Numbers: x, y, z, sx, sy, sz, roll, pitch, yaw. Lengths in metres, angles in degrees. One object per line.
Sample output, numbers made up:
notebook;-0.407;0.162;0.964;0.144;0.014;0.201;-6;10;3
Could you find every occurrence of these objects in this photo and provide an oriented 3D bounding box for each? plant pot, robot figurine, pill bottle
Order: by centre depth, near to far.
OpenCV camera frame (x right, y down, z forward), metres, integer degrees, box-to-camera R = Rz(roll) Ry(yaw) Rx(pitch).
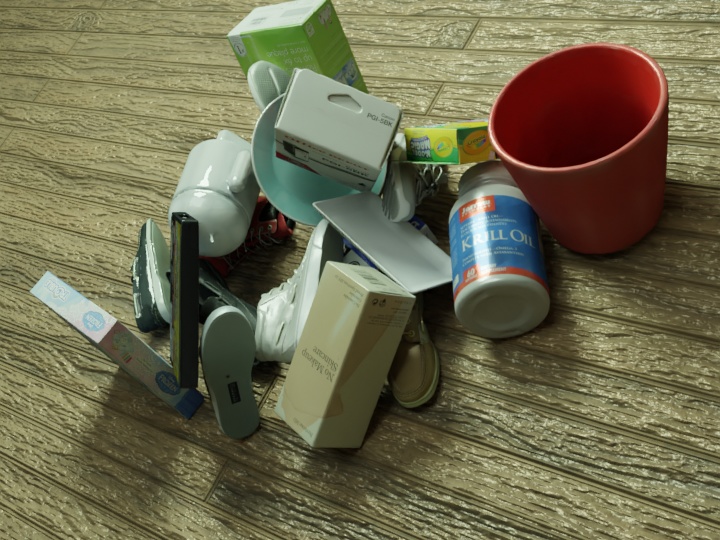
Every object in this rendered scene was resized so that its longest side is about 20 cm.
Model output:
plant pot;0.262;-0.128;1.275;0.198;0.178;0.202;-13;48;15
pill bottle;0.161;-0.031;1.331;0.111;0.112;0.201;-20;47;21
robot figurine;-0.201;-0.102;1.558;0.170;0.112;0.201;-43;27;47

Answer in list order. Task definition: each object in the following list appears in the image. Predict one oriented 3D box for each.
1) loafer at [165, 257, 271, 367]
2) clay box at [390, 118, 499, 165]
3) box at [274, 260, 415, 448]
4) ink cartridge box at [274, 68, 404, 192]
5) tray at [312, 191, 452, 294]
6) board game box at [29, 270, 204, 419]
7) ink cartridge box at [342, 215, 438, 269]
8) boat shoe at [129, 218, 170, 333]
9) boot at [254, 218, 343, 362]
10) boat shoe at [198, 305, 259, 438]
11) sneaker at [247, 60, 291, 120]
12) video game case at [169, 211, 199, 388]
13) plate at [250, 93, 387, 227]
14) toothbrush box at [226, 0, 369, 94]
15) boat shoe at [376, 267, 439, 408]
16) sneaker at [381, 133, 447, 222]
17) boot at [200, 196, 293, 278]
loafer;-0.190;0.060;1.509;0.201;0.070;0.068;45;126;26
clay box;0.145;-0.163;1.392;0.198;0.048;0.115;-10;11;-31
box;-0.020;0.101;1.319;0.095;0.077;0.202;32;108;46
ink cartridge box;-0.033;-0.174;1.432;0.145;0.200;0.084;22;85;-1
tray;0.035;-0.032;1.398;0.107;0.022;0.200;-15;45;-39
board game box;-0.329;0.100;1.516;0.199;0.199;0.044;26;73;44
ink cartridge box;0.000;0.000;1.472;0.200;0.044;0.094;-45;45;-3
boat shoe;-0.318;0.005;1.675;0.060;0.076;0.201;-25;45;9
boot;-0.084;0.023;1.425;0.095;0.074;0.202;-2;58;24
boat shoe;-0.174;0.112;1.407;0.070;0.202;0.091;-14;37;-17
sneaker;-0.108;-0.207;1.610;0.080;0.201;0.070;-6;33;52
video game case;-0.222;0.032;1.407;0.181;0.025;0.202;-155;66;-76
plate;-0.058;-0.157;1.558;0.201;0.199;0.026;-58;10;-17
toothbrush box;-0.083;-0.285;1.636;0.144;0.201;0.086;2;42;36
boat shoe;0.046;0.074;1.363;0.074;0.066;0.201;-26;45;16
sneaker;0.075;-0.125;1.457;0.081;0.075;0.201;10;32;2
boot;-0.176;-0.029;1.607;0.143;0.073;0.201;6;57;37
